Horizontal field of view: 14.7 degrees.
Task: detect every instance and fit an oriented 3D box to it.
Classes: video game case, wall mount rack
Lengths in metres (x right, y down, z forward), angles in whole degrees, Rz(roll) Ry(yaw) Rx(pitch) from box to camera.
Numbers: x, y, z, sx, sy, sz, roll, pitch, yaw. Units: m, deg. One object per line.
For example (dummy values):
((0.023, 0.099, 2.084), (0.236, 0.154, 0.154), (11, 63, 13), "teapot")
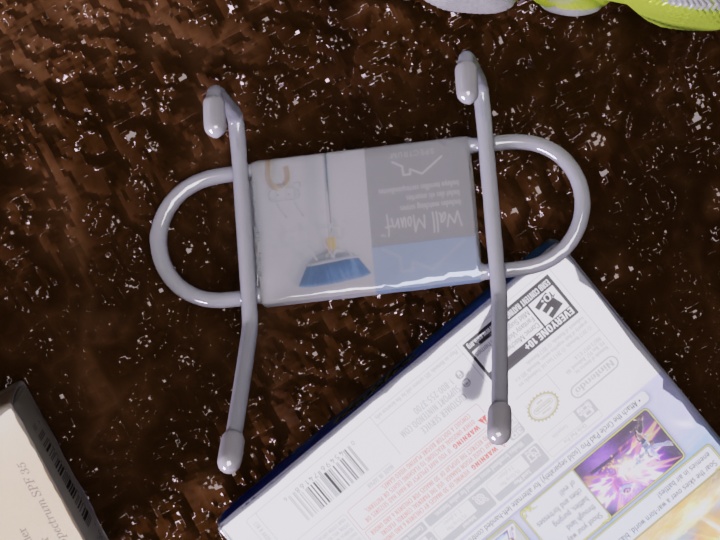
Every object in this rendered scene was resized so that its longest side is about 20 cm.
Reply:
((0.069, 0.118, 1.255), (0.200, 0.045, 0.181), (-40, 93, 1), "video game case")
((0.000, 0.000, 1.203), (0.199, 0.075, 0.174), (-7, 77, 9), "wall mount rack")

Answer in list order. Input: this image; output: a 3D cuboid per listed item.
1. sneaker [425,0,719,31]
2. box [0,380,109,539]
((0.080, -0.167, 1.227), (0.199, 0.076, 0.105), (8, 82, -10), "sneaker")
((-0.217, 0.138, 1.228), (0.200, 0.078, 0.095), (-29, 96, 0), "box")
